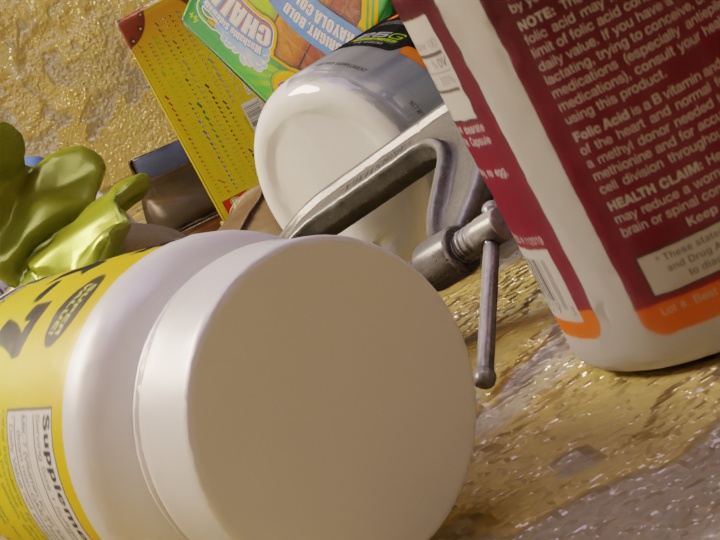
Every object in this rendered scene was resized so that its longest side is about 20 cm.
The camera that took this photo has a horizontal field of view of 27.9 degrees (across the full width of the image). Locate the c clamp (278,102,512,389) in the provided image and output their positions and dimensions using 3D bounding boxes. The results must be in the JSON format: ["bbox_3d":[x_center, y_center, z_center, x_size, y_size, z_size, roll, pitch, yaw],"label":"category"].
[{"bbox_3d":[0.000,0.000,0.637,0.200,0.027,0.171,-29,37,47],"label":"c clamp"}]

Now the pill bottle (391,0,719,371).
[{"bbox_3d":[0.079,-0.079,0.475,0.114,0.200,0.114,-27,11,6],"label":"pill bottle"}]

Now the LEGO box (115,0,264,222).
[{"bbox_3d":[-0.097,-0.127,1.127,0.077,0.200,0.149,-26,11,8],"label":"LEGO box"}]

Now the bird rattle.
[{"bbox_3d":[-0.127,0.045,0.645,0.163,0.201,0.113,5,17,-46],"label":"bird rattle"}]

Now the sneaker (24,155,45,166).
[{"bbox_3d":[-0.171,0.000,0.899,0.078,0.070,0.200,-14,51,-8],"label":"sneaker"}]

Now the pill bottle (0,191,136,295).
[{"bbox_3d":[-0.241,0.035,0.986,0.200,0.111,0.111,-36,13,-34],"label":"pill bottle"}]

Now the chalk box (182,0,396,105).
[{"bbox_3d":[-0.017,-0.171,0.901,0.124,0.124,0.200,-35,-18,-47],"label":"chalk box"}]

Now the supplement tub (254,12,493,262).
[{"bbox_3d":[0.046,-0.086,0.797,0.122,0.123,0.200,-17,16,46],"label":"supplement tub"}]

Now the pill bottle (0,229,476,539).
[{"bbox_3d":[-0.058,0.048,0.474,0.114,0.115,0.200,-35,13,-32],"label":"pill bottle"}]

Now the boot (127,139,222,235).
[{"bbox_3d":[-0.108,-0.097,1.291,0.200,0.097,0.075,-32,12,-16],"label":"boot"}]

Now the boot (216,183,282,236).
[{"bbox_3d":[-0.030,-0.033,0.919,0.175,0.066,0.200,-35,10,15],"label":"boot"}]
